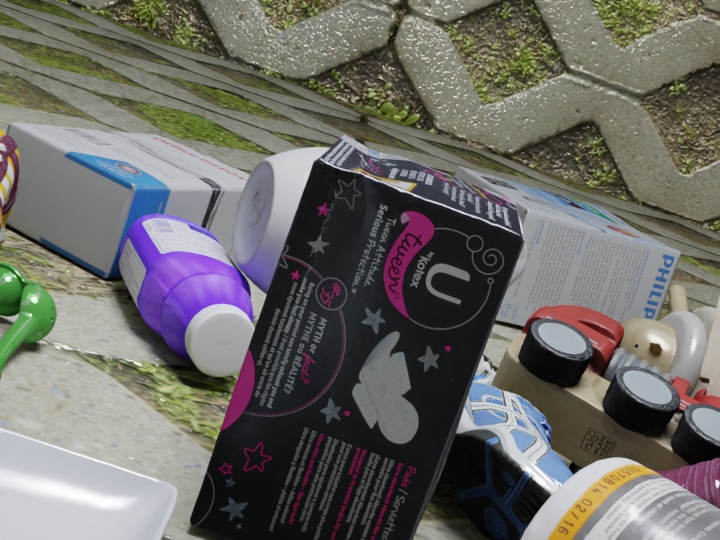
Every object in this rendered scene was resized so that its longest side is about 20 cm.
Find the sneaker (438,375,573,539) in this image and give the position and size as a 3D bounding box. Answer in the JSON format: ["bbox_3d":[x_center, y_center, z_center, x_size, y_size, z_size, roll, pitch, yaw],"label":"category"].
[{"bbox_3d":[0.092,0.113,0.807,0.076,0.076,0.200,-16,31,-25],"label":"sneaker"}]

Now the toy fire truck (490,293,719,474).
[{"bbox_3d":[0.205,0.072,0.933,0.175,0.130,0.200,29,29,16],"label":"toy fire truck"}]

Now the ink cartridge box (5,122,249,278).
[{"bbox_3d":[-0.195,-0.061,1.140,0.144,0.085,0.199,26,15,26],"label":"ink cartridge box"}]

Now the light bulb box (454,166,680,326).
[{"bbox_3d":[0.210,-0.013,1.466,0.198,0.126,0.198,13,13,-23],"label":"light bulb box"}]

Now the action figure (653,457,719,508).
[{"bbox_3d":[0.205,0.133,0.765,0.198,0.151,0.134,-11,-7,18],"label":"action figure"}]

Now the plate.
[{"bbox_3d":[-0.184,0.108,0.541,0.198,0.033,0.200,19,12,-5],"label":"plate"}]

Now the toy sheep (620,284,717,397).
[{"bbox_3d":[0.303,0.096,1.128,0.198,0.139,0.138,23,11,-9],"label":"toy sheep"}]

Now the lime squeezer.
[{"bbox_3d":[-0.238,0.025,0.848,0.070,0.038,0.200,-24,34,-23],"label":"lime squeezer"}]

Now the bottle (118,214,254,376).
[{"bbox_3d":[-0.122,0.017,0.956,0.083,0.066,0.200,18,12,-25],"label":"bottle"}]

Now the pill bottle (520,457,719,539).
[{"bbox_3d":[0.167,0.177,0.584,0.199,0.118,0.116,29,15,40],"label":"pill bottle"}]

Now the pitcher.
[{"bbox_3d":[0.000,0.000,0.994,0.198,0.172,0.122,14,34,-24],"label":"pitcher"}]

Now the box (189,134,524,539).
[{"bbox_3d":[0.003,0.045,0.706,0.114,0.202,0.132,21,12,1],"label":"box"}]

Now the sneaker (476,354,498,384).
[{"bbox_3d":[0.072,0.074,0.961,0.198,0.089,0.075,13,12,-36],"label":"sneaker"}]

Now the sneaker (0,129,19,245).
[{"bbox_3d":[-0.283,-0.061,0.937,0.074,0.091,0.200,10,4,-13],"label":"sneaker"}]
